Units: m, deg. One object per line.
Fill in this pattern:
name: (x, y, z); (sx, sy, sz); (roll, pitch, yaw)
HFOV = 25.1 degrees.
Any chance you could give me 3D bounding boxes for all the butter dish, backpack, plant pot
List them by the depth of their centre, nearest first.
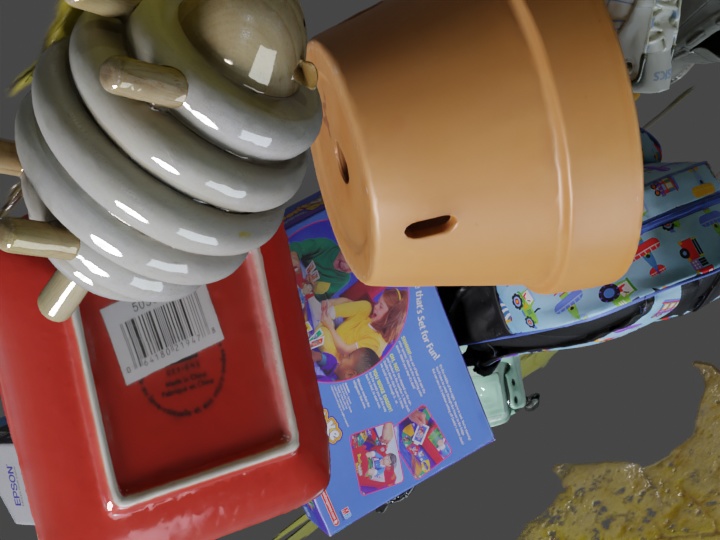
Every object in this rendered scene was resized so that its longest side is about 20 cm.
plant pot: (0.052, -0.074, 0.888); (0.139, 0.202, 0.200); (-15, 165, -11)
butter dish: (-0.138, 0.058, 0.943); (0.199, 0.202, 0.147); (-15, -175, -37)
backpack: (0.158, -0.021, 1.077); (0.181, 0.136, 0.200); (-18, 180, -27)

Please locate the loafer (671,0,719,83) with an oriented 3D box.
loafer: (0.274, -0.191, 1.285); (0.070, 0.070, 0.200); (-31, 168, -15)

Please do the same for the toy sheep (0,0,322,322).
toy sheep: (-0.090, -0.052, 0.696); (0.200, 0.138, 0.137); (-46, 164, 30)

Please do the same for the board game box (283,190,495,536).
board game box: (-0.008, 0.052, 1.065); (0.134, 0.202, 0.045); (-27, -162, -16)

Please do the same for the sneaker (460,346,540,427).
sneaker: (0.103, 0.064, 1.342); (0.073, 0.119, 0.200); (-14, 160, 11)

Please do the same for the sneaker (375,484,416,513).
sneaker: (0.014, 0.090, 1.168); (0.059, 0.202, 0.104); (2, -170, -10)

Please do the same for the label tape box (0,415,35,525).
label tape box: (-0.171, 0.124, 1.119); (0.198, 0.067, 0.143); (-7, -170, 39)

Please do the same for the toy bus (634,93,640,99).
toy bus: (0.108, -0.123, 1.077); (0.065, 0.079, 0.199); (-41, 167, 33)

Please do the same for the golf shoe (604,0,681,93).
golf shoe: (0.166, -0.155, 0.936); (0.078, 0.098, 0.200); (-17, 157, -34)
